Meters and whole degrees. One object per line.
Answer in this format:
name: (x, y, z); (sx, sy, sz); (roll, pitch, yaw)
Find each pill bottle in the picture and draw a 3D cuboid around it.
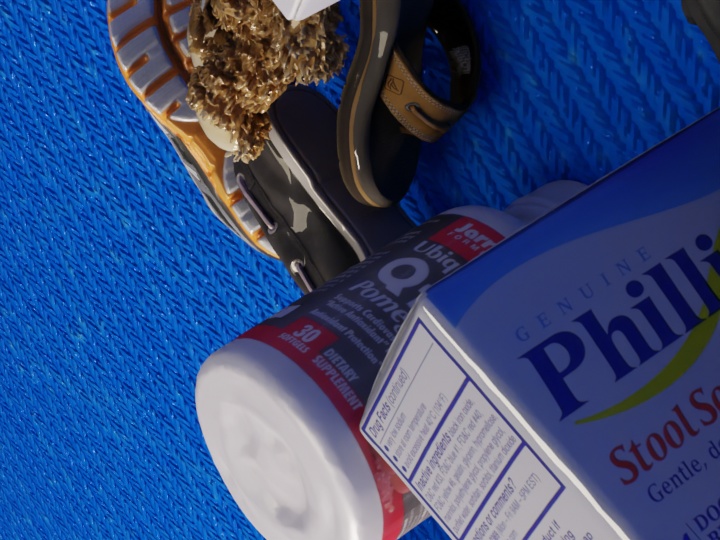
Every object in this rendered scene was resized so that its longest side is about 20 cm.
pill bottle: (0.035, 0.039, 0.878); (0.111, 0.200, 0.111); (37, 145, 33)

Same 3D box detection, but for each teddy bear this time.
teddy bear: (-0.033, -0.144, 0.919); (0.145, 0.067, 0.200); (-114, 38, -62)

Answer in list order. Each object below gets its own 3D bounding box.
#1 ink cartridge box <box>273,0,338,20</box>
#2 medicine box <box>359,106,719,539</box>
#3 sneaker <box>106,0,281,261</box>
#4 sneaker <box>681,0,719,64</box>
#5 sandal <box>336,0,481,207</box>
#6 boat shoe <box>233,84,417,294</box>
ink cartridge box: (0.010, -0.225, 0.729); (0.146, 0.147, 0.200); (51, 149, 13)
medicine box: (0.136, 0.066, 0.766); (0.200, 0.182, 0.103); (49, 149, 16)
sneaker: (-0.079, -0.086, 1.073); (0.200, 0.078, 0.077); (62, 169, 7)
sneaker: (0.186, -0.051, 0.712); (0.200, 0.076, 0.091); (62, 161, 10)
sandal: (0.030, -0.101, 0.905); (0.055, 0.082, 0.200); (21, 135, 11)
boat shoe: (0.000, 0.000, 0.987); (0.200, 0.067, 0.057); (60, 139, 15)
